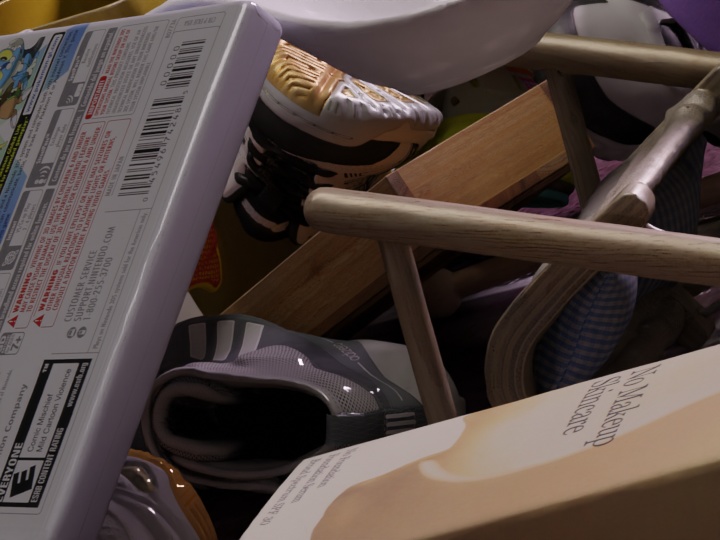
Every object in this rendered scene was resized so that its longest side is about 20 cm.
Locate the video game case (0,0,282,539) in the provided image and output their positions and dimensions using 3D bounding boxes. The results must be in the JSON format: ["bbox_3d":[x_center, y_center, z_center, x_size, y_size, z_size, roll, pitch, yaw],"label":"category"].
[{"bbox_3d":[-0.125,0.005,0.962,0.182,0.022,0.200,-3,60,43],"label":"video game case"}]

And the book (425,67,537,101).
[{"bbox_3d":[0.041,-0.114,1.267,0.133,0.048,0.200,10,-10,29],"label":"book"}]

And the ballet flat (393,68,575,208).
[{"bbox_3d":[0.050,-0.055,1.261,0.067,0.067,0.200,7,-6,-10],"label":"ballet flat"}]

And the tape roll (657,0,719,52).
[{"bbox_3d":[0.204,-0.145,1.178,0.200,0.200,0.066,-35,-17,-47],"label":"tape roll"}]

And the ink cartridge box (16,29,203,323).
[{"bbox_3d":[-0.198,0.022,1.172,0.200,0.146,0.147,-30,-3,-25],"label":"ink cartridge box"}]

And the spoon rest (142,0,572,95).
[{"bbox_3d":[-0.013,-0.083,0.986,0.200,0.061,0.099,-19,13,25],"label":"spoon rest"}]

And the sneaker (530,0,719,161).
[{"bbox_3d":[0.147,-0.091,1.184,0.200,0.074,0.080,-3,-19,-47],"label":"sneaker"}]

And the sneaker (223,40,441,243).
[{"bbox_3d":[-0.018,-0.047,1.171,0.088,0.076,0.200,-58,-3,5],"label":"sneaker"}]

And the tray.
[{"bbox_3d":[0.000,0.000,1.138,0.099,0.037,0.200,-32,-5,-40],"label":"tray"}]

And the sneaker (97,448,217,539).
[{"bbox_3d":[-0.144,0.111,0.961,0.200,0.076,0.088,-17,19,38],"label":"sneaker"}]

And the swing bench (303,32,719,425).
[{"bbox_3d":[0.118,-0.014,0.940,0.200,0.130,0.199,-10,15,25],"label":"swing bench"}]

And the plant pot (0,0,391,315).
[{"bbox_3d":[-0.098,-0.054,1.352,0.200,0.177,0.200,-12,14,37],"label":"plant pot"}]

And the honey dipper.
[{"bbox_3d":[0.112,-0.020,1.188,0.200,0.038,0.038,-21,12,16],"label":"honey dipper"}]

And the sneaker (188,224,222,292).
[{"bbox_3d":[-0.134,0.033,1.053,0.200,0.077,0.073,-31,39,-14],"label":"sneaker"}]

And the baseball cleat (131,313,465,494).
[{"bbox_3d":[-0.054,0.048,1.041,0.106,0.070,0.200,2,-6,-40],"label":"baseball cleat"}]

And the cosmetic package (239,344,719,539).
[{"bbox_3d":[0.070,0.074,0.759,0.200,0.071,0.105,-17,12,19],"label":"cosmetic package"}]
